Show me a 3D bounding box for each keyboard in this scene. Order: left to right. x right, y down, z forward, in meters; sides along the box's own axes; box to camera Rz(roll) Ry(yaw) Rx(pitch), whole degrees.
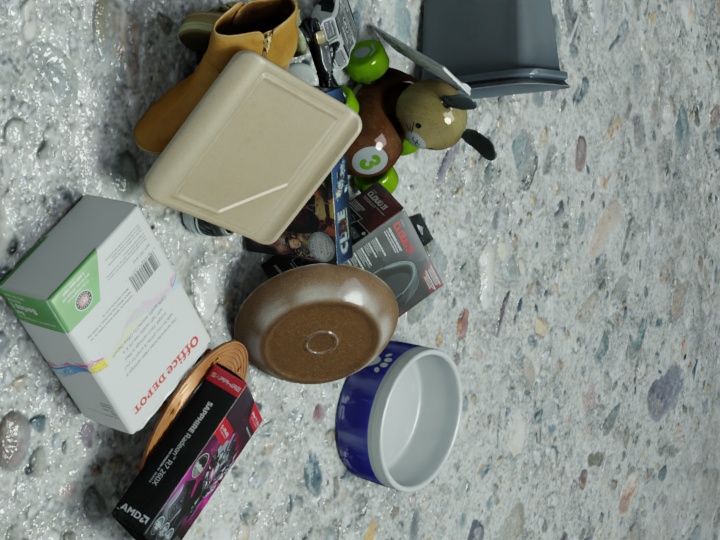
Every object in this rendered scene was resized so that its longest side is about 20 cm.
[{"bbox_3d":[0.072,-0.263,1.693,0.056,0.200,0.011,32,96,-35],"label":"keyboard"}]

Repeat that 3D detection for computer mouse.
[{"bbox_3d":[-0.040,-0.271,1.617,0.200,0.044,0.110,-79,152,-60],"label":"computer mouse"}]

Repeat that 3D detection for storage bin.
[{"bbox_3d":[0.178,-0.304,1.833,0.145,0.199,0.135,-6,94,-53],"label":"storage bin"}]

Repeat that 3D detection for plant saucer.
[{"bbox_3d":[-0.049,0.075,1.631,0.037,0.200,0.201,-104,167,-45],"label":"plant saucer"}]

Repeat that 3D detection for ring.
[{"bbox_3d":[-0.190,0.165,1.543,0.201,0.019,0.201,-53,161,-27],"label":"ring"}]

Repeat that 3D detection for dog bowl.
[{"bbox_3d":[0.056,0.200,1.887,0.200,0.079,0.201,-19,113,-51],"label":"dog bowl"}]

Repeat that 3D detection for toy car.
[{"bbox_3d":[0.072,-0.180,1.705,0.158,0.199,0.164,-58,139,-26],"label":"toy car"}]

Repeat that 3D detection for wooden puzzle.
[{"bbox_3d":[-0.114,-0.128,1.452,0.185,0.037,0.200,-52,141,12],"label":"wooden puzzle"}]

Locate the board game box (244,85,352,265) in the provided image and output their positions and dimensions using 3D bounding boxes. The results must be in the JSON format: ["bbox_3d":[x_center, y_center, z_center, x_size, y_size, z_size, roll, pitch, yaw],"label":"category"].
[{"bbox_3d":[-0.078,-0.113,1.574,0.035,0.135,0.201,-28,120,-51],"label":"board game box"}]

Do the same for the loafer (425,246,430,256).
[{"bbox_3d":[0.033,-0.039,1.782,0.200,0.070,0.075,9,121,-55],"label":"loafer"}]

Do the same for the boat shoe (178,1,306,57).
[{"bbox_3d":[-0.130,-0.274,1.521,0.200,0.073,0.063,-5,92,-54],"label":"boat shoe"}]

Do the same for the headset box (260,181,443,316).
[{"bbox_3d":[0.000,0.000,1.692,0.200,0.077,0.149,-35,133,-6],"label":"headset box"}]

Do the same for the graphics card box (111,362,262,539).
[{"bbox_3d":[-0.187,0.213,1.509,0.200,0.051,0.126,-55,163,-19],"label":"graphics card box"}]

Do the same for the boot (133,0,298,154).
[{"bbox_3d":[-0.154,-0.209,1.416,0.201,0.071,0.144,-32,164,-14],"label":"boot"}]

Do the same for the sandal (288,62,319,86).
[{"bbox_3d":[-0.061,-0.155,1.656,0.050,0.082,0.203,-104,-171,-68],"label":"sandal"}]

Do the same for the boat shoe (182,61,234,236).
[{"bbox_3d":[-0.151,-0.135,1.524,0.072,0.071,0.201,-12,109,-52],"label":"boat shoe"}]

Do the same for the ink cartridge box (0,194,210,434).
[{"bbox_3d":[-0.259,0.047,1.414,0.145,0.084,0.200,-52,137,-32],"label":"ink cartridge box"}]
